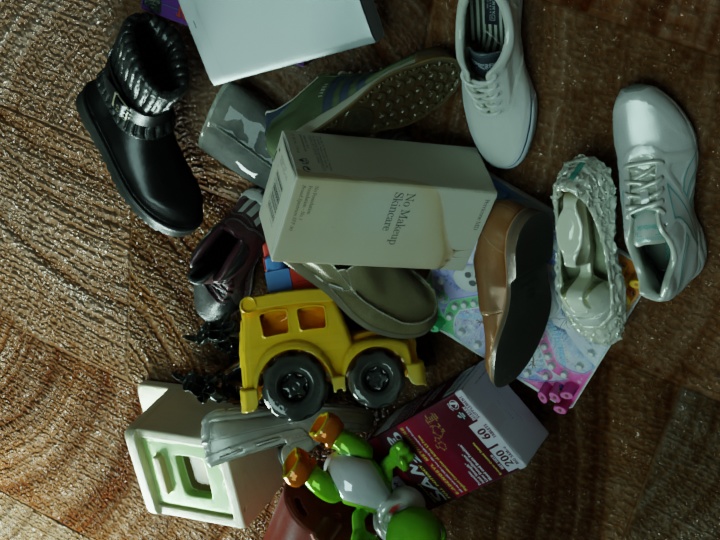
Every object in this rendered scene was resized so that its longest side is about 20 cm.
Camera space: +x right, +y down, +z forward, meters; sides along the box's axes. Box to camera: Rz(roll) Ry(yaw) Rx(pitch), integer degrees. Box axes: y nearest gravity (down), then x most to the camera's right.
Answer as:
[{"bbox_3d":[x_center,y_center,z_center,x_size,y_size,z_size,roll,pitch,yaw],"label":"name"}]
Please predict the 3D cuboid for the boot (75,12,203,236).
[{"bbox_3d":[-0.214,-0.151,1.296,0.212,0.079,0.158,54,137,-2],"label":"boot"}]

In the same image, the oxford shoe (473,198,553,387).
[{"bbox_3d":[0.142,0.021,1.190,0.071,0.071,0.202,30,128,41],"label":"oxford shoe"}]

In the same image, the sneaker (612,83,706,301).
[{"bbox_3d":[0.264,-0.066,1.081,0.070,0.080,0.202,-4,114,34],"label":"sneaker"}]

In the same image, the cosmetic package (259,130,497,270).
[{"bbox_3d":[0.015,-0.063,1.139,0.198,0.073,0.104,3,131,-20],"label":"cosmetic package"}]

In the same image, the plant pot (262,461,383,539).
[{"bbox_3d":[-0.040,0.349,1.447,0.200,0.201,0.197,26,119,15],"label":"plant pot"}]

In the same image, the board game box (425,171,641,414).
[{"bbox_3d":[0.164,0.027,1.230,0.199,0.026,0.201,31,129,11],"label":"board game box"}]

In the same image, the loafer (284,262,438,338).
[{"bbox_3d":[0.000,0.000,1.218,0.199,0.076,0.067,30,147,-15],"label":"loafer"}]

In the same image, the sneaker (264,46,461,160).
[{"bbox_3d":[-0.007,-0.168,1.162,0.199,0.090,0.067,-31,136,0],"label":"sneaker"}]

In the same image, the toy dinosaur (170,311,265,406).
[{"bbox_3d":[-0.145,0.128,1.425,0.199,0.103,0.136,-21,148,25],"label":"toy dinosaur"}]

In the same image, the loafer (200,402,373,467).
[{"bbox_3d":[-0.083,0.190,1.396,0.198,0.070,0.070,-4,79,-4],"label":"loafer"}]

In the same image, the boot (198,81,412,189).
[{"bbox_3d":[-0.062,-0.130,1.253,0.200,0.072,0.182,45,129,9],"label":"boot"}]

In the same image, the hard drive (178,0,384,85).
[{"bbox_3d":[-0.085,-0.263,1.173,0.199,0.026,0.133,-8,113,33],"label":"hard drive"}]

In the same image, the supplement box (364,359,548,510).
[{"bbox_3d":[0.097,0.186,1.326,0.109,0.061,0.200,49,139,-3],"label":"supplement box"}]

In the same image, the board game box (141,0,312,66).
[{"bbox_3d":[-0.131,-0.291,1.217,0.199,0.032,0.121,22,130,18],"label":"board game box"}]

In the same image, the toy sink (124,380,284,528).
[{"bbox_3d":[-0.214,0.228,1.518,0.198,0.112,0.131,5,119,28],"label":"toy sink"}]

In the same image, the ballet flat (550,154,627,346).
[{"bbox_3d":[0.204,-0.008,1.127,0.071,0.072,0.202,3,120,29],"label":"ballet flat"}]

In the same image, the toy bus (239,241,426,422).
[{"bbox_3d":[-0.038,0.055,1.298,0.198,0.136,0.194,-7,87,-3],"label":"toy bus"}]

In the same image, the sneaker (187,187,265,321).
[{"bbox_3d":[-0.165,0.002,1.352,0.075,0.116,0.201,35,129,8],"label":"sneaker"}]

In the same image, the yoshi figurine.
[{"bbox_3d":[0.018,0.246,1.309,0.200,0.112,0.112,39,129,-11],"label":"yoshi figurine"}]

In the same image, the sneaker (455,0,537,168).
[{"bbox_3d":[0.115,-0.180,1.106,0.072,0.071,0.202,5,121,28],"label":"sneaker"}]
